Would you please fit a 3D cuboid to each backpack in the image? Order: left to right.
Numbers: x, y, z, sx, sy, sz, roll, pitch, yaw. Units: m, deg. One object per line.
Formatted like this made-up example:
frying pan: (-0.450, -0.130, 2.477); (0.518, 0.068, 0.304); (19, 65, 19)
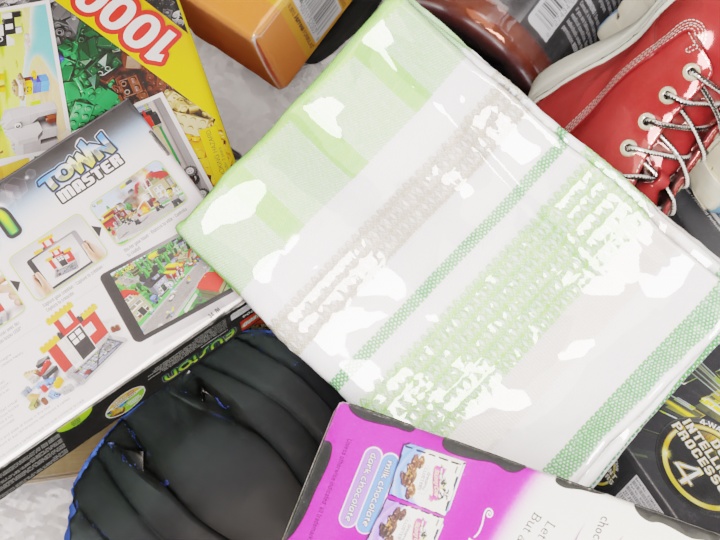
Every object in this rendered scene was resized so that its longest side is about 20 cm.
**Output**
backpack: (-0.032, 0.143, 0.814); (0.200, 0.168, 0.162); (41, 68, 14)

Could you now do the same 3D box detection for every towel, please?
towel: (0.043, -0.002, 0.754); (0.200, 0.031, 0.149); (42, 80, 6)

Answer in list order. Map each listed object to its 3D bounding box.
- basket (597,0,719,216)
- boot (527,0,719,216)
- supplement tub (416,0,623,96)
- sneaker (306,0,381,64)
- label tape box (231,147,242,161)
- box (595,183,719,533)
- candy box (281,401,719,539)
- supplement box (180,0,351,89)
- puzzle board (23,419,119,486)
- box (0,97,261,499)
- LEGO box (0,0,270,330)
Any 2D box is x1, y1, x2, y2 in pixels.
basket: (0.239, -0.107, 0.945); (0.199, 0.139, 0.177); (-9, 59, -42)
boot: (0.144, -0.060, 0.803); (0.072, 0.200, 0.145); (33, 46, -23)
supplement tub: (0.106, -0.178, 0.987); (0.107, 0.107, 0.200); (32, 70, 14)
sneaker: (0.006, -0.214, 1.020); (0.086, 0.080, 0.200); (41, 72, 19)
label tape box: (-0.147, -0.025, 0.934); (0.199, 0.066, 0.144); (34, 71, 11)
box: (0.149, 0.040, 0.890); (0.161, 0.049, 0.200); (-18, 64, -37)
candy box: (0.062, 0.146, 0.669); (0.199, 0.061, 0.137); (18, 78, 22)
supplement box: (-0.011, -0.197, 0.949); (0.066, 0.069, 0.200); (33, 80, 21)
puzzle board: (-0.107, 0.030, 0.951); (0.199, 0.017, 0.152); (-8, 65, -3)
box: (-0.148, 0.026, 0.775); (0.199, 0.035, 0.110); (-34, 72, -13)
LEGO box: (-0.134, -0.038, 0.862); (0.148, 0.077, 0.201); (-18, 69, -8)
